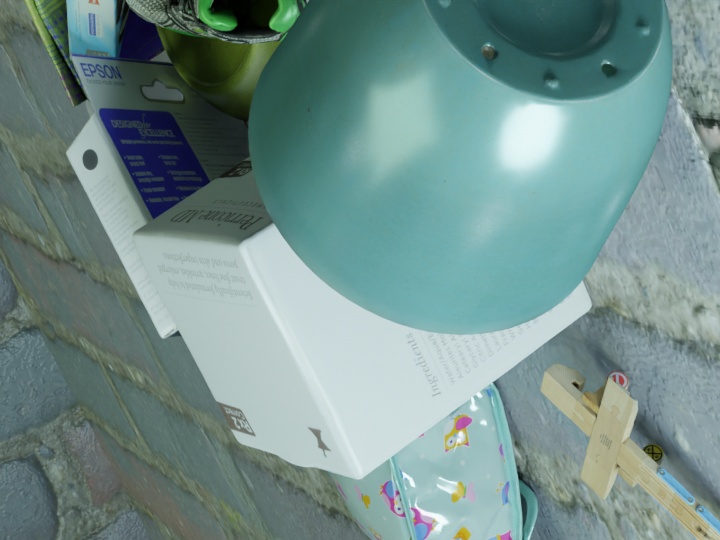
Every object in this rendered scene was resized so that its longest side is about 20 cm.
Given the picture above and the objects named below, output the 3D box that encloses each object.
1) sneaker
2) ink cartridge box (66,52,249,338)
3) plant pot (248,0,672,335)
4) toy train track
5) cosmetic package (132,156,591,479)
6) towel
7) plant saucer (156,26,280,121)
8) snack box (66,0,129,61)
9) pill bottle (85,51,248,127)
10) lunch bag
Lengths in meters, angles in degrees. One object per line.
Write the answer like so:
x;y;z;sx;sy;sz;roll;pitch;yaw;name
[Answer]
-0.086;-0.182;1.253;0.199;0.085;0.079;6;105;45;sneaker
-0.118;-0.053;1.394;0.198;0.043;0.201;-4;-115;-63;ink cartridge box
0.061;-0.094;0.971;0.201;0.200;0.161;54;150;13;plant pot
0.193;0.126;1.239;0.200;0.032;0.115;45;152;24;toy train track
0.000;0.000;1.245;0.164;0.199;0.166;5;125;60;cosmetic package
-0.177;-0.221;1.459;0.023;0.200;0.145;-10;112;34;towel
-0.097;-0.200;1.361;0.199;0.031;0.202;22;118;51;plant saucer
-0.166;-0.256;1.374;0.116;0.037;0.202;105;175;-67;snack box
-0.136;-0.101;1.607;0.113;0.113;0.200;48;172;31;pill bottle
0.048;0.164;1.558;0.170;0.121;0.202;26;138;60;lunch bag
